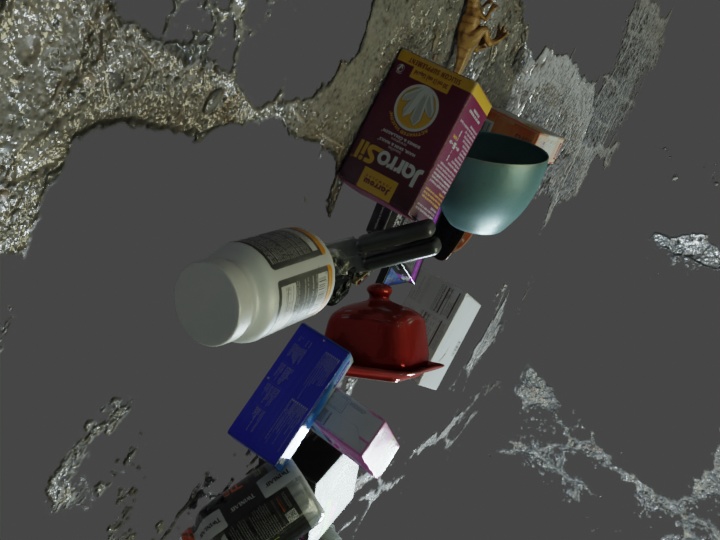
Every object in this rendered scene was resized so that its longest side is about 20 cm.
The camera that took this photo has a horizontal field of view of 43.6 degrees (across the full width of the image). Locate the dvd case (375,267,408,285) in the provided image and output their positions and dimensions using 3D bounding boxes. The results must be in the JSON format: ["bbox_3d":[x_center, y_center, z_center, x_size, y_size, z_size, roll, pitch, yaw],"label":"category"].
[{"bbox_3d":[0.097,-0.068,1.614,0.142,0.017,0.203,-8,124,-64],"label":"dvd case"}]

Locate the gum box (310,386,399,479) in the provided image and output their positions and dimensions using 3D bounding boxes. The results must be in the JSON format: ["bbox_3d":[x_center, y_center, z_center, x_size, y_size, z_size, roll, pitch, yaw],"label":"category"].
[{"bbox_3d":[-0.042,0.229,1.407,0.066,0.198,0.114,-51,151,-15],"label":"gum box"}]

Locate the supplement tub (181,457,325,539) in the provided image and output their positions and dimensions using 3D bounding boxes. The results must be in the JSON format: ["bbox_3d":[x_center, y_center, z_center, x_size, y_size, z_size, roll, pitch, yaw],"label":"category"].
[{"bbox_3d":[-0.162,0.378,1.353,0.198,0.123,0.123,-33,152,-12],"label":"supplement tub"}]

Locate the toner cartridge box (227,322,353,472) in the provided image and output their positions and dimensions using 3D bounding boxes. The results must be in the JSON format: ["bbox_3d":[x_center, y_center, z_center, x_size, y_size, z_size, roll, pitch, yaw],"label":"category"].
[{"bbox_3d":[-0.103,0.189,1.349,0.202,0.094,0.043,-55,160,-16],"label":"toner cartridge box"}]

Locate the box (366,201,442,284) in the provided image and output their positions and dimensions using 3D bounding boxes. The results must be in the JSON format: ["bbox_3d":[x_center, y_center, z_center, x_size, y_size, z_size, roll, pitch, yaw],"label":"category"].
[{"bbox_3d":[0.075,-0.083,1.455,0.145,0.035,0.200,-68,156,-16],"label":"box"}]

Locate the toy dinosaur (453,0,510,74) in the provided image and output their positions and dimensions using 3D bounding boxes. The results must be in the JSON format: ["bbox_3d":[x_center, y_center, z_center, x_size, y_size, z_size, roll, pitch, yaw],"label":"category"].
[{"bbox_3d":[0.168,-0.356,1.392,0.105,0.060,0.204,-6,120,-37],"label":"toy dinosaur"}]

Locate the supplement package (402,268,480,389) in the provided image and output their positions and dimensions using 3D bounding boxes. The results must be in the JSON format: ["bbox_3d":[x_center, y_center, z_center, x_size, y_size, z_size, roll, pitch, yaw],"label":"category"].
[{"bbox_3d":[0.139,0.121,1.821,0.203,0.110,0.156,-61,159,-1],"label":"supplement package"}]

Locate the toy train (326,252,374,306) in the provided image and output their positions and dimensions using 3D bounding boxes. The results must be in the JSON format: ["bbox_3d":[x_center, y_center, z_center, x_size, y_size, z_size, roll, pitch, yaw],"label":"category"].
[{"bbox_3d":[0.000,0.000,1.443,0.200,0.034,0.046,-41,153,-45],"label":"toy train"}]

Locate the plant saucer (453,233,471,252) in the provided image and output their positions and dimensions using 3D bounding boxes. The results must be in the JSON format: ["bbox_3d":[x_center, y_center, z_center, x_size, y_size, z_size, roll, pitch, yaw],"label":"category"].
[{"bbox_3d":[0.214,-0.134,1.791,0.201,0.032,0.202,-49,157,-30],"label":"plant saucer"}]

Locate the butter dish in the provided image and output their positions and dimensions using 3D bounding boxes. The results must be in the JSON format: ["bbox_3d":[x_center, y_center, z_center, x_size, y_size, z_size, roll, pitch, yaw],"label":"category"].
[{"bbox_3d":[0.028,0.097,1.474,0.199,0.196,0.152,5,89,-67],"label":"butter dish"}]

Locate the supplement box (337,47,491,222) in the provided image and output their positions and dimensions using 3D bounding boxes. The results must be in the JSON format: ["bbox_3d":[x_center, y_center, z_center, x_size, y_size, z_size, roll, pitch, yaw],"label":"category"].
[{"bbox_3d":[0.077,-0.183,1.261,0.203,0.129,0.103,-63,158,2],"label":"supplement box"}]

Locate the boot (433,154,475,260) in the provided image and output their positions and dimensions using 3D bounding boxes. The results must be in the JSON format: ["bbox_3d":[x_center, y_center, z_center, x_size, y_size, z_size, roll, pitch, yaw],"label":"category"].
[{"bbox_3d":[0.188,-0.117,1.636,0.096,0.074,0.204,-19,131,-57],"label":"boot"}]

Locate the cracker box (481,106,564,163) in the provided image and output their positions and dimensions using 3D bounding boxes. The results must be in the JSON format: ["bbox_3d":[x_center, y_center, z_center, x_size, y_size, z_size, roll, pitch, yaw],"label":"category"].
[{"bbox_3d":[0.291,-0.254,1.677,0.199,0.132,0.059,-11,128,-64],"label":"cracker box"}]

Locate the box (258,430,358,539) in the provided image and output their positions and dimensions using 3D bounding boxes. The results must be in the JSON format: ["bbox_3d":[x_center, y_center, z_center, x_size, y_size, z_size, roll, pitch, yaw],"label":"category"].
[{"bbox_3d":[-0.089,0.348,1.544,0.148,0.123,0.203,-42,151,-41],"label":"box"}]

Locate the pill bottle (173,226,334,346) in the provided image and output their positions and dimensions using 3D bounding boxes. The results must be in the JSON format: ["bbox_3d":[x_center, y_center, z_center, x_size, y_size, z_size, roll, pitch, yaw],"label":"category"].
[{"bbox_3d":[-0.122,0.018,1.060,0.199,0.115,0.118,-20,135,-59],"label":"pill bottle"}]

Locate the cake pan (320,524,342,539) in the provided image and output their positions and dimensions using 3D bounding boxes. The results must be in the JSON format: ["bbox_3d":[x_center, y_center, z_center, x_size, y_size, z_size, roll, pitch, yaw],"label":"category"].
[{"bbox_3d":[-0.104,0.676,2.044,0.201,0.036,0.202,-49,156,-31],"label":"cake pan"}]

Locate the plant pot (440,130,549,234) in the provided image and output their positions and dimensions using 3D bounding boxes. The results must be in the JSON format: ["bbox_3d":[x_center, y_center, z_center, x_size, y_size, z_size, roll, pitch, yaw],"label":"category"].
[{"bbox_3d":[0.200,-0.139,1.478,0.199,0.197,0.138,-29,132,-55],"label":"plant pot"}]

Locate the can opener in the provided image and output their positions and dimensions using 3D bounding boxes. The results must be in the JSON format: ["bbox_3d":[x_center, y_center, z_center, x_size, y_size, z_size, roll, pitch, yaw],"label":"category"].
[{"bbox_3d":[0.021,-0.034,1.268,0.054,0.196,0.067,69,24,-18],"label":"can opener"}]
